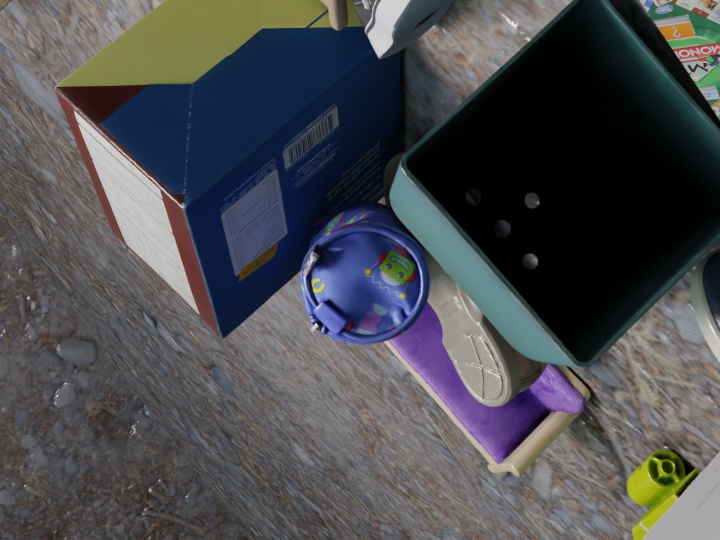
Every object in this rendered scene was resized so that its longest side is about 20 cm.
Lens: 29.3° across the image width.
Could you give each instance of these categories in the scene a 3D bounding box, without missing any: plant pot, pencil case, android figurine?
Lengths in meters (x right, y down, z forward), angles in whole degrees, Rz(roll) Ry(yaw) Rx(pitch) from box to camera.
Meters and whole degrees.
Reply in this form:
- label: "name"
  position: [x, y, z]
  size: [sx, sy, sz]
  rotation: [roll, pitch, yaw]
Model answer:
- label: "plant pot"
  position: [0.102, -0.036, 0.794]
  size: [0.141, 0.141, 0.200]
  rotation: [48, 170, 0]
- label: "pencil case"
  position: [0.000, 0.000, 0.930]
  size: [0.078, 0.087, 0.200]
  rotation: [51, -176, -6]
- label: "android figurine"
  position: [0.278, 0.219, 1.061]
  size: [0.182, 0.041, 0.200]
  rotation: [43, 161, 15]

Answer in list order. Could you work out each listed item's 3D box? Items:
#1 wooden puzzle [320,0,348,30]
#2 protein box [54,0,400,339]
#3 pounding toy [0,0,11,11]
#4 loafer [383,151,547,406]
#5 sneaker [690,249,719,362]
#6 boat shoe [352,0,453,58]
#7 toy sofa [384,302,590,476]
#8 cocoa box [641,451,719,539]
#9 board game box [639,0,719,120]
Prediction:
- label: "wooden puzzle"
  position: [-0.067, -0.271, 0.865]
  size: [0.200, 0.037, 0.185]
  rotation: [49, 164, 24]
- label: "protein box"
  position: [-0.083, -0.096, 0.995]
  size: [0.135, 0.198, 0.200]
  rotation: [41, 161, 20]
- label: "pounding toy"
  position: [-0.452, -0.344, 1.493]
  size: [0.183, 0.143, 0.201]
  rotation: [9, 142, 41]
- label: "loafer"
  position: [0.080, 0.000, 1.034]
  size: [0.072, 0.063, 0.202]
  rotation: [-19, 94, 52]
- label: "sneaker"
  position: [0.263, 0.052, 0.724]
  size: [0.200, 0.075, 0.085]
  rotation: [47, 145, 15]
- label: "boat shoe"
  position: [0.026, -0.178, 0.785]
  size: [0.068, 0.073, 0.199]
  rotation: [55, 177, -2]
- label: "toy sofa"
  position: [0.087, 0.067, 1.125]
  size: [0.200, 0.083, 0.098]
  rotation: [49, 163, -2]
- label: "cocoa box"
  position: [0.255, 0.197, 0.811]
  size: [0.132, 0.200, 0.133]
  rotation: [55, 160, -25]
- label: "board game box"
  position: [0.187, -0.129, 0.575]
  size: [0.135, 0.029, 0.200]
  rotation: [52, 162, -13]
